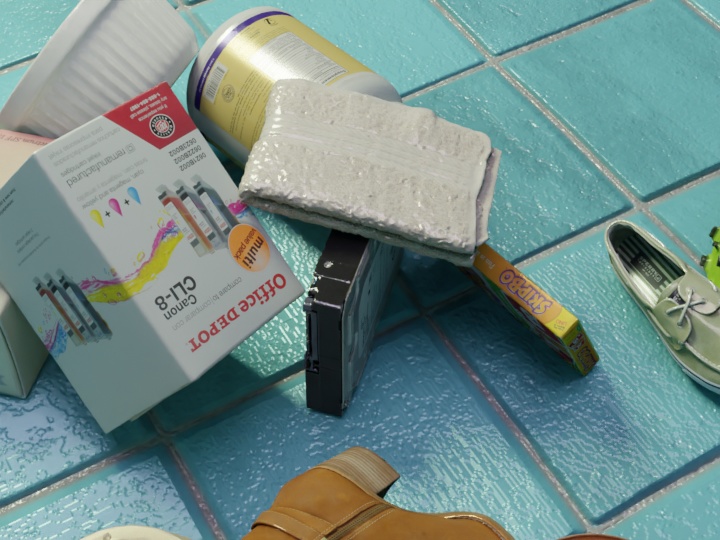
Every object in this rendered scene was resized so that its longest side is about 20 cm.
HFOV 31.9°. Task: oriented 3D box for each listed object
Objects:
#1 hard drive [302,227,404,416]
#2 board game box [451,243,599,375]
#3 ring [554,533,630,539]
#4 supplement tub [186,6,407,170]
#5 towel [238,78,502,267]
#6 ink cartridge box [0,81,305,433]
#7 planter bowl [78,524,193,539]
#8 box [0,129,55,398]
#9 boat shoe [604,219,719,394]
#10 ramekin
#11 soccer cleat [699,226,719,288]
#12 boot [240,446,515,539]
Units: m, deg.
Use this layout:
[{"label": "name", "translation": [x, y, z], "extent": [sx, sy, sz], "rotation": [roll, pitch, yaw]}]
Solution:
[{"label": "hard drive", "translation": [0.000, 0.000, 1.041], "extent": [0.037, 0.141, 0.201], "rotation": [13, 49, 11]}, {"label": "board game box", "translation": [0.115, 0.006, 1.066], "extent": [0.030, 0.096, 0.200], "rotation": [-44, 59, -1]}, {"label": "ring", "translation": [0.165, 0.277, 0.837], "extent": [0.198, 0.019, 0.203], "rotation": [8, 63, -15]}, {"label": "supplement tub", "translation": [-0.049, -0.138, 1.159], "extent": [0.145, 0.146, 0.199], "rotation": [-36, 58, -28]}, {"label": "towel", "translation": [0.011, -0.081, 0.994], "extent": [0.197, 0.035, 0.134], "rotation": [14, 50, 0]}, {"label": "ink cartridge box", "translation": [-0.172, -0.007, 0.973], "extent": [0.145, 0.144, 0.201], "rotation": [-39, 96, -43]}, {"label": "planter bowl", "translation": [-0.147, 0.251, 0.822], "extent": [0.197, 0.136, 0.202], "rotation": [0, 48, 0]}, {"label": "box", "translation": [-0.311, -0.012, 1.071], "extent": [0.126, 0.110, 0.201], "rotation": [11, 49, 9]}, {"label": "boat shoe", "translation": [0.268, 0.033, 1.050], "extent": [0.072, 0.062, 0.200], "rotation": [-48, 49, 8]}, {"label": "ramekin", "translation": [-0.236, -0.176, 1.161], "extent": [0.105, 0.200, 0.201], "rotation": [37, 51, -11]}, {"label": "soccer cleat", "translation": [0.360, -0.039, 1.129], "extent": [0.080, 0.068, 0.201], "rotation": [25, 52, 4]}, {"label": "boot", "translation": [0.020, 0.208, 0.855], "extent": [0.199, 0.077, 0.155], "rotation": [38, 33, 16]}]
